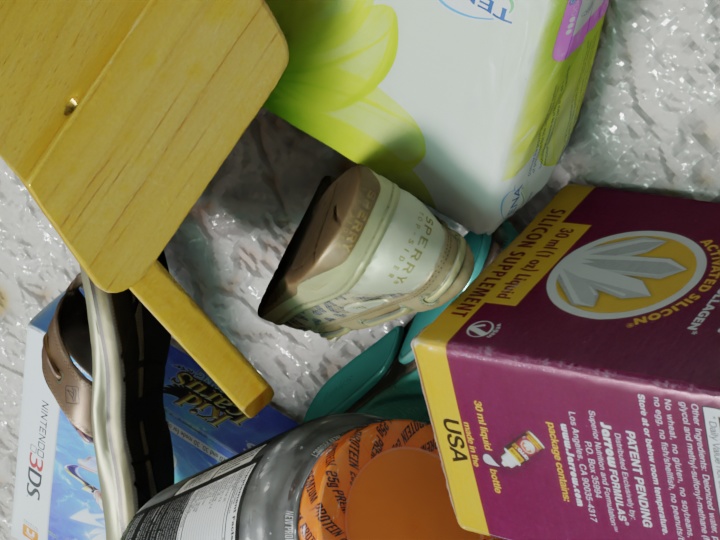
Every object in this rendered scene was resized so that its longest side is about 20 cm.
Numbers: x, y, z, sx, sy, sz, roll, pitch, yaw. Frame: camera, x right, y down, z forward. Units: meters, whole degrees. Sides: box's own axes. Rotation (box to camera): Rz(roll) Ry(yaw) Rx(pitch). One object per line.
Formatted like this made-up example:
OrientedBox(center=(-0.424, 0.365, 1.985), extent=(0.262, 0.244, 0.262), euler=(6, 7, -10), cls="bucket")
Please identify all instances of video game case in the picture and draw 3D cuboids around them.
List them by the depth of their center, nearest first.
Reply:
OrientedBox(center=(-0.099, 0.128, 1.282), extent=(0.200, 0.045, 0.181), euler=(31, 137, 18), cls="video game case")

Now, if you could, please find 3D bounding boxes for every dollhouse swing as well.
OrientedBox(center=(-0.080, -0.069, 1.027), extent=(0.176, 0.182, 0.200), euler=(33, -175, -31), cls="dollhouse swing")

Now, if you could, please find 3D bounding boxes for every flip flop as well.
OrientedBox(center=(-0.131, 0.053, 1.181), extent=(0.058, 0.081, 0.200), euler=(-1, 99, 17), cls="flip flop")

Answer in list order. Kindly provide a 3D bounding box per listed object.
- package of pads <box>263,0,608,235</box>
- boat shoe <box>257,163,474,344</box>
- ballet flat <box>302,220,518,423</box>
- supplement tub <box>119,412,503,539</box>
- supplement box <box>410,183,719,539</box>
OrientedBox(center=(0.028, -0.125, 0.954), extent=(0.154, 0.068, 0.200), euler=(32, 140, 17), cls="package of pads")
OrientedBox(center=(0.000, 0.000, 1.033), extent=(0.063, 0.073, 0.200), euler=(26, 176, -6), cls="boat shoe")
OrientedBox(center=(0.043, 0.043, 1.089), extent=(0.070, 0.067, 0.200), euler=(29, 142, -11), cls="ballet flat")
OrientedBox(center=(-0.024, 0.136, 1.080), extent=(0.123, 0.123, 0.200), euler=(53, 146, -6), cls="supplement tub")
OrientedBox(center=(0.142, 0.048, 0.947), extent=(0.200, 0.131, 0.103), euler=(9, 127, 35), cls="supplement box")
